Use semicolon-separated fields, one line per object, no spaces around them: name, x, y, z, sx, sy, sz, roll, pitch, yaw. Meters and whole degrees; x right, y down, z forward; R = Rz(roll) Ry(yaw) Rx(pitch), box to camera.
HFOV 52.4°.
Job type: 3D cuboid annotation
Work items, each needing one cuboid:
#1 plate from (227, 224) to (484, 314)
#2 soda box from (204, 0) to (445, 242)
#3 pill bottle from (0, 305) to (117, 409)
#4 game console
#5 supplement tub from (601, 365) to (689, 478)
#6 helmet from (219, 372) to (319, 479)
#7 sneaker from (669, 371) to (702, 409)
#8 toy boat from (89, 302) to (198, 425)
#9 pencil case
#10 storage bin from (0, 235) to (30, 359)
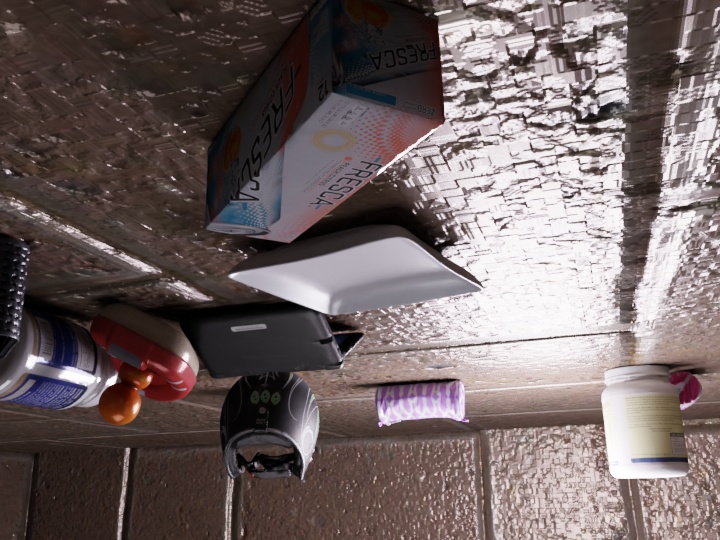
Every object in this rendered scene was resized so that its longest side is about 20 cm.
plate;0.000;0.000;0.742;0.198;0.033;0.199;-11;160;29
soda box;-0.032;-0.080;0.439;0.068;0.065;0.199;8;159;-27
pill bottle;-0.408;0.116;0.940;0.114;0.118;0.200;-6;161;15
game console;-0.116;0.079;1.007;0.197;0.117;0.177;-7;131;17
supplement tub;0.546;0.294;1.415;0.143;0.203;0.145;-1;163;0
helmet;-0.164;0.274;1.329;0.197;0.192;0.202;0;124;1
sneaker;0.621;0.265;1.528;0.198;0.083;0.088;-17;155;42
toy boat;-0.287;0.134;0.935;0.129;0.132;0.200;26;161;3
pencil case;0.125;0.280;1.539;0.197;0.087;0.084;-8;163;19
storage bin;-0.422;0.019;0.674;0.198;0.095;0.135;9;160;-32
